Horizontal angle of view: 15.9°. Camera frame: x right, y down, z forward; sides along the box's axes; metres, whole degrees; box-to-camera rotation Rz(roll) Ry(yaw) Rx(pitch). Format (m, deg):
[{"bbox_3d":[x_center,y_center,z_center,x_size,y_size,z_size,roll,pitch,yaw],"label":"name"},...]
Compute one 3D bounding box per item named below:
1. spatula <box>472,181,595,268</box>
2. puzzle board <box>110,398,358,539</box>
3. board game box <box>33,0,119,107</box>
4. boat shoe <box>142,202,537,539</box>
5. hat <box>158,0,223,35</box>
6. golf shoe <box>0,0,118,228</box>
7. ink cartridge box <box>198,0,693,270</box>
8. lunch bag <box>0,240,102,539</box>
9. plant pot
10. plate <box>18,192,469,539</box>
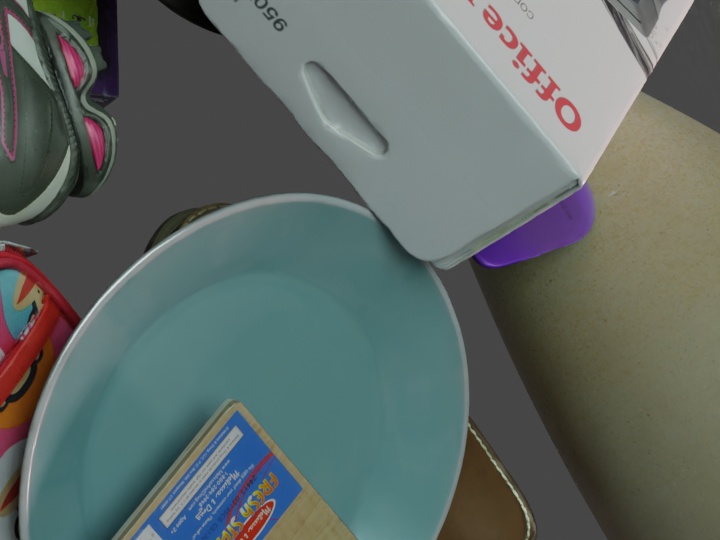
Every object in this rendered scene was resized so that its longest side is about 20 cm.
[{"bbox_3d":[0.000,0.000,0.992,0.199,0.021,0.057,-27,70,-11],"label":"spatula"},{"bbox_3d":[-0.068,0.167,0.924,0.200,0.017,0.151,-51,125,-19],"label":"puzzle board"},{"bbox_3d":[-0.158,-0.167,1.032,0.119,0.032,0.202,4,77,-29],"label":"board game box"},{"bbox_3d":[-0.005,0.051,1.035,0.200,0.074,0.076,43,64,-12],"label":"boat shoe"},{"bbox_3d":[-0.070,-0.176,1.022,0.200,0.081,0.202,15,68,-40],"label":"hat"},{"bbox_3d":[-0.160,-0.110,0.946,0.088,0.077,0.201,-26,90,-55],"label":"golf shoe"},{"bbox_3d":[0.046,-0.120,0.976,0.145,0.084,0.200,47,43,-13],"label":"ink cartridge box"},{"bbox_3d":[-0.170,0.086,0.907,0.200,0.082,0.177,-55,135,-25],"label":"lunch bag"},{"bbox_3d":[0.138,0.026,1.068,0.187,0.187,0.200,-39,82,-27],"label":"plant pot"},{"bbox_3d":[-0.043,0.067,0.946,0.199,0.026,0.202,-13,112,-34],"label":"plate"}]
